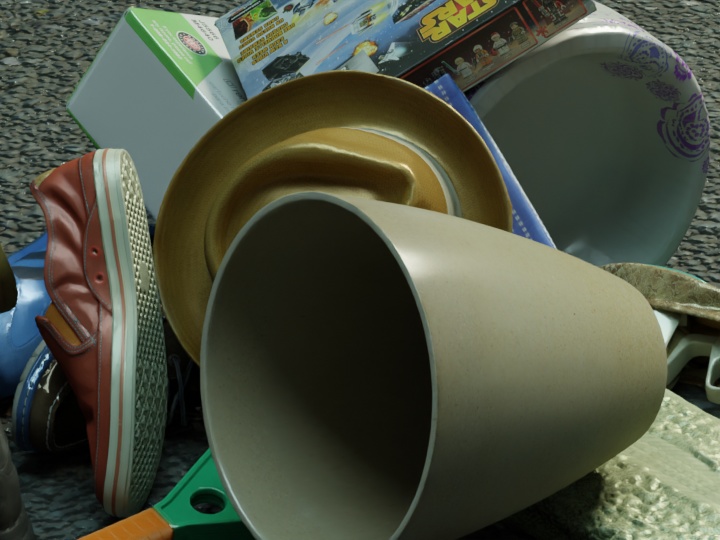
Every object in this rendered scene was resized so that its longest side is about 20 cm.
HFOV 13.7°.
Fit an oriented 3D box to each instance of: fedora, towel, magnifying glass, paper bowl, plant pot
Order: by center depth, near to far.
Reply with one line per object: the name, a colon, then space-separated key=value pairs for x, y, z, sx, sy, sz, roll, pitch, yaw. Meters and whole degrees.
plant pot: x=0.053 y=0.053 z=1.515 sx=0.200 sy=0.188 sz=0.187 roll=-2 pitch=21 yaw=-39
magnifying glass: x=-0.087 y=0.129 z=1.569 sx=0.200 sy=0.022 sz=0.080 roll=-20 pitch=46 yaw=-33
towel: x=0.150 y=0.112 z=1.591 sx=0.148 sy=0.037 sz=0.200 roll=-19 pitch=31 yaw=-32
fedora: x=-0.020 y=-0.020 z=1.604 sx=0.200 sy=0.201 sz=0.082 roll=4 pitch=-6 yaw=9
towel: x=0.000 y=0.000 z=1.649 sx=0.200 sy=0.145 sz=0.024 roll=-31 pitch=-13 yaw=6
paper bowl: x=0.100 y=-0.068 z=1.774 sx=0.200 sy=0.201 sz=0.104 roll=-13 pitch=32 yaw=-24

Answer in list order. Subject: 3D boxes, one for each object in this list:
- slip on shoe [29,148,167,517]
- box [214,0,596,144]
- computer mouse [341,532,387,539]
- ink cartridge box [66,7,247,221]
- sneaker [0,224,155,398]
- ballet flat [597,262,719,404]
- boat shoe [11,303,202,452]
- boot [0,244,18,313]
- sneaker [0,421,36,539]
slip on shoe: x=-0.142 y=0.035 z=1.610 sx=0.061 sy=0.201 sz=0.074 roll=-9 pitch=-10 yaw=10
box: x=0.023 y=-0.146 z=1.714 sx=0.200 sy=0.040 sz=0.137 roll=-31 pitch=41 yaw=7
computer mouse: x=0.029 y=0.174 z=1.463 sx=0.199 sy=0.046 sz=0.140 roll=3 pitch=16 yaw=13
ink cartridge box: x=-0.056 y=-0.079 z=1.823 sx=0.200 sy=0.084 sz=0.146 roll=0 pitch=42 yaw=-52
sneaker: x=-0.165 y=0.018 z=1.761 sx=0.078 sy=0.066 sz=0.200 roll=7 pitch=26 yaw=18
ballet flat: x=0.199 y=0.045 z=1.703 sx=0.200 sy=0.071 sz=0.065 roll=13 pitch=42 yaw=33
boat shoe: x=-0.117 y=0.050 z=1.688 sx=0.072 sy=0.072 sz=0.200 roll=22 pitch=36 yaw=25
boot: x=-0.296 y=0.040 z=1.631 sx=0.200 sy=0.066 sz=0.175 roll=-28 pitch=2 yaw=-24
sneaker: x=-0.222 y=0.084 z=1.595 sx=0.076 sy=0.091 sz=0.200 roll=-14 pitch=27 yaw=-23
